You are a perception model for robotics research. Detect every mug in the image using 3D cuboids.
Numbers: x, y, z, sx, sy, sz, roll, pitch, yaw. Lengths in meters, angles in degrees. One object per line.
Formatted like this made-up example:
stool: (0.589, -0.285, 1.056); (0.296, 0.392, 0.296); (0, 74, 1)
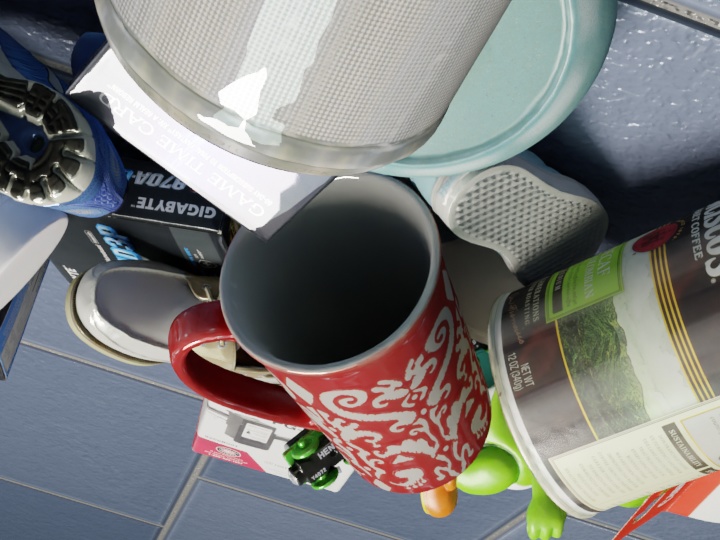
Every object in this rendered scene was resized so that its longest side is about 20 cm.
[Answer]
mug: (-0.008, 0.045, 0.855); (0.176, 0.134, 0.200); (12, 154, 27)

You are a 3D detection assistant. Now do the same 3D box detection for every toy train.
toy train: (0.024, 0.084, 0.984); (0.042, 0.199, 0.056); (58, 168, -23)

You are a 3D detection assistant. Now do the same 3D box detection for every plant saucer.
plant saucer: (0.026, -0.123, 0.666); (0.197, 0.028, 0.202); (3, 128, 4)

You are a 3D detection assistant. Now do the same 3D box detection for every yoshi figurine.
yoshi figurine: (0.148, 0.144, 1.016); (0.198, 0.114, 0.112); (-10, 163, 16)

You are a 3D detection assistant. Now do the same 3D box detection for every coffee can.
coffee can: (0.195, 0.044, 0.794); (0.199, 0.148, 0.146); (-25, 136, 26)

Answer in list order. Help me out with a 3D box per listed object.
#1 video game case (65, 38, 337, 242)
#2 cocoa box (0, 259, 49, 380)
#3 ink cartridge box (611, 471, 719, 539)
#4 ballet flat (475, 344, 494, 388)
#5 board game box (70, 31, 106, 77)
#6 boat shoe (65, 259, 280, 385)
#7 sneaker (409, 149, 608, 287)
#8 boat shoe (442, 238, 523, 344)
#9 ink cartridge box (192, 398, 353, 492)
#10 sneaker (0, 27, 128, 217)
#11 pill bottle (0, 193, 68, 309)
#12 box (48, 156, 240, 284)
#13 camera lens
video game case: (-0.042, -0.114, 0.709); (0.142, 0.019, 0.200); (36, 125, -21)
cocoa box: (-0.340, -0.021, 1.001); (0.198, 0.135, 0.132); (14, 154, 1)
ink cartridge box: (0.284, 0.155, 1.000); (0.050, 0.199, 0.163); (54, 161, 20)
ballet flat: (0.068, 0.073, 1.062); (0.198, 0.069, 0.068); (23, 164, -17)
board game box: (-0.070, -0.110, 0.815); (0.198, 0.039, 0.158); (8, 159, 18)
boat shoe: (-0.105, 0.033, 0.939); (0.199, 0.076, 0.068); (16, 160, -42)
sneaker: (0.089, -0.051, 0.834); (0.074, 0.082, 0.200); (-42, 149, 10)
boat shoe: (0.130, 0.038, 0.954); (0.198, 0.075, 0.093); (16, 159, -1)
ink cartridge box: (-0.058, 0.106, 1.159); (0.144, 0.084, 0.200); (17, 153, -5)
sneaker: (-0.206, -0.092, 0.798); (0.200, 0.079, 0.089); (45, -178, 28)
pill bottle: (-0.287, -0.064, 0.847); (0.200, 0.114, 0.114); (41, 150, -1)
box: (-0.151, -0.020, 0.986); (0.157, 0.047, 0.200); (10, 159, 9)
camera lens: (-0.006, -0.150, 0.522); (0.158, 0.161, 0.201); (20, 131, -13)
